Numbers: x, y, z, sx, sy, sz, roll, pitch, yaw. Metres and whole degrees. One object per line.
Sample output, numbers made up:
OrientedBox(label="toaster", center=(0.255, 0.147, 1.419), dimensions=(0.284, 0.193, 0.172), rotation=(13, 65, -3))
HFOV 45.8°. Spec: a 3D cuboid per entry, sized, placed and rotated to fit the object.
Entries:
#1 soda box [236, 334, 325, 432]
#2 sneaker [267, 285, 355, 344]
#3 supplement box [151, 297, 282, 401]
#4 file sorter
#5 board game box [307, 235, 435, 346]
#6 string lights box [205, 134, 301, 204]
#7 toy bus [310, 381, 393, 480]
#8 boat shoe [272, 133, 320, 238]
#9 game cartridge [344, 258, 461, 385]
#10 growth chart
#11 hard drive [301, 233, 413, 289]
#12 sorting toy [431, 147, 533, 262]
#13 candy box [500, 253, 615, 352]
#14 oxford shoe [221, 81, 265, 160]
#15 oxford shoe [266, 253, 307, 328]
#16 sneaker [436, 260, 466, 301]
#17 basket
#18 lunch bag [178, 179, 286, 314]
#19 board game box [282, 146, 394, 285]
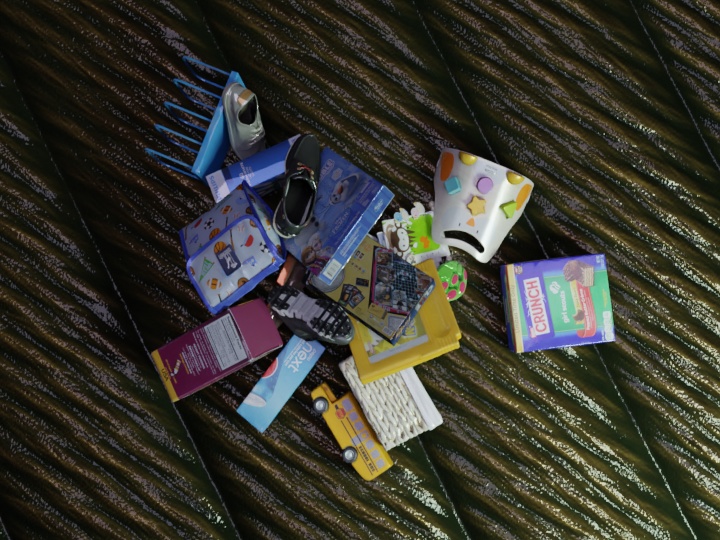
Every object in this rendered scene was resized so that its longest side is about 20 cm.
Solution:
OrientedBox(label="soda box", center=(-0.151, 0.209, 1.639), dimensions=(0.067, 0.064, 0.201), rotation=(37, 85, 2))
OrientedBox(label="sneaker", center=(-0.081, 0.095, 1.563), dimensions=(0.197, 0.091, 0.067), rotation=(23, 61, 34))
OrientedBox(label="supplement box", center=(-0.264, 0.145, 1.573), dimensions=(0.197, 0.130, 0.105), rotation=(-28, 86, 22))
OrientedBox(label="file sorter", center=(-0.312, -0.286, 1.636), dimensions=(0.120, 0.139, 0.204), rotation=(22, 85, 4))
OrientedBox(label="board game box", center=(0.020, 0.024, 1.539), dimensions=(0.198, 0.035, 0.136), rotation=(34, 80, 24))
OrientedBox(label="string lights box", center=(-0.192, -0.186, 1.646), dimensions=(0.196, 0.103, 0.060), rotation=(-25, 83, -2))
OrientedBox(label="toy bus", center=(-0.021, 0.302, 1.633), dimensions=(0.077, 0.065, 0.203), rotation=(-31, 87, -4))
OrientedBox(label="boat shoe", center=(-0.106, -0.160, 1.548), dimensions=(0.072, 0.063, 0.206), rotation=(22, 67, -23))
OrientedBox(label="game cartridge", center=(0.067, 0.089, 1.537), dimensions=(0.196, 0.033, 0.179), rotation=(-22, 62, 4))
OrientedBox(label="growth chart", center=(0.093, -0.047, 1.647), dimensions=(0.198, 0.018, 0.147), rotation=(-26, 93, -32))
OrientedBox(label="hard drive", center=(0.000, 0.000, 1.636), dimensions=(0.197, 0.038, 0.142), rotation=(26, 84, -22))
OrientedBox(label="sorting toy", center=(0.223, -0.120, 1.657), dimensions=(0.196, 0.107, 0.184), rotation=(21, 93, 1))
OrientedBox(label="candy box", center=(0.380, 0.062, 1.654), dimensions=(0.194, 0.077, 0.174), rotation=(-7, 86, 0))
OrientedBox(label="oxford shoe", center=(-0.210, -0.267, 1.610), dimensions=(0.057, 0.202, 0.076), rotation=(26, 62, 24))
OrientedBox(label="oxford shoe", center=(-0.149, 0.075, 1.647), dimensions=(0.072, 0.071, 0.204), rotation=(24, 88, -8))
OrientedBox(label="sneaker", center=(0.131, 0.054, 1.649), dimensions=(0.200, 0.083, 0.077), rotation=(-45, 107, -22))
OrientedBox(label="basket", center=(0.053, 0.225, 1.606), dimensions=(0.122, 0.136, 0.203), rotation=(-30, 86, -1))
OrientedBox(label="lunch bag", center=(-0.228, -0.037, 1.543), dimensions=(0.168, 0.124, 0.202), rotation=(-35, 45, 10))
OrientedBox(label="board game box", center=(-0.061, -0.106, 1.573), dimensions=(0.202, 0.043, 0.198), rotation=(-53, 44, 1))
